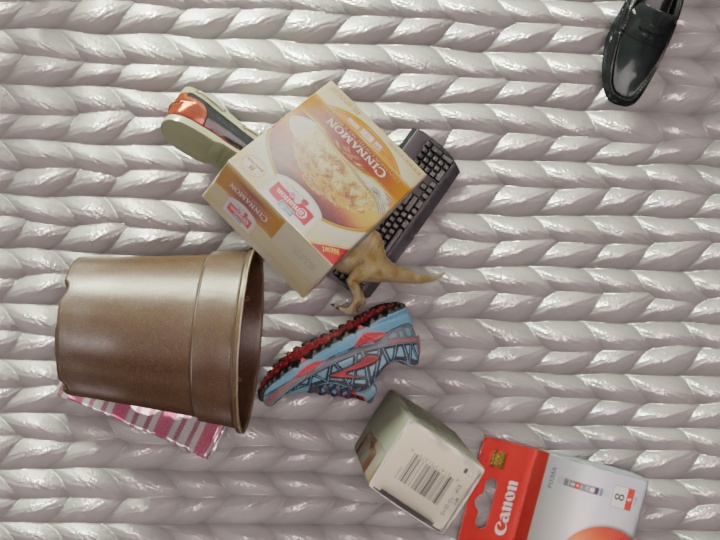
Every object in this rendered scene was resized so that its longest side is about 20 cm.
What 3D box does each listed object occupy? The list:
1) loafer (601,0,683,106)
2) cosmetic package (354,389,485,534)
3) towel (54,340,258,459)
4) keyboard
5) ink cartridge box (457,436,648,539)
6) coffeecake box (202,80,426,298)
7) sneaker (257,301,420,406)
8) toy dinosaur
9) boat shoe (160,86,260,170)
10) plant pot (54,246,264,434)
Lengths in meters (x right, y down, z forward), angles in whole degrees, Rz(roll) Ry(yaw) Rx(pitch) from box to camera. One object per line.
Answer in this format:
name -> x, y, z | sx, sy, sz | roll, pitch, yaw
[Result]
loafer -> 0.331, -0.289, 1.471 | 0.068, 0.070, 0.202 | 19, 91, -5
cosmetic package -> 0.060, 0.208, 1.411 | 0.103, 0.200, 0.088 | 33, 91, -4
towel -> -0.234, 0.115, 1.465 | 0.199, 0.030, 0.147 | 24, 90, -6
keyboard -> 0.015, -0.080, 1.481 | 0.127, 0.021, 0.201 | 36, 89, -6
ink cartridge box -> 0.225, 0.297, 1.506 | 0.199, 0.050, 0.163 | 15, 92, -9
coffeecake box -> -0.046, -0.091, 1.374 | 0.154, 0.073, 0.200 | 45, 47, 0
sneaker -> -0.020, 0.118, 1.460 | 0.199, 0.079, 0.096 | -27, 97, -3
toy dinosaur -> 0.000, 0.000, 1.450 | 0.199, 0.058, 0.102 | 26, 91, -12
boat shoe -> -0.131, -0.134, 1.445 | 0.199, 0.071, 0.063 | 32, 51, -12
plant pot -> -0.213, 0.068, 1.369 | 0.197, 0.200, 0.202 | 4, 93, 3
